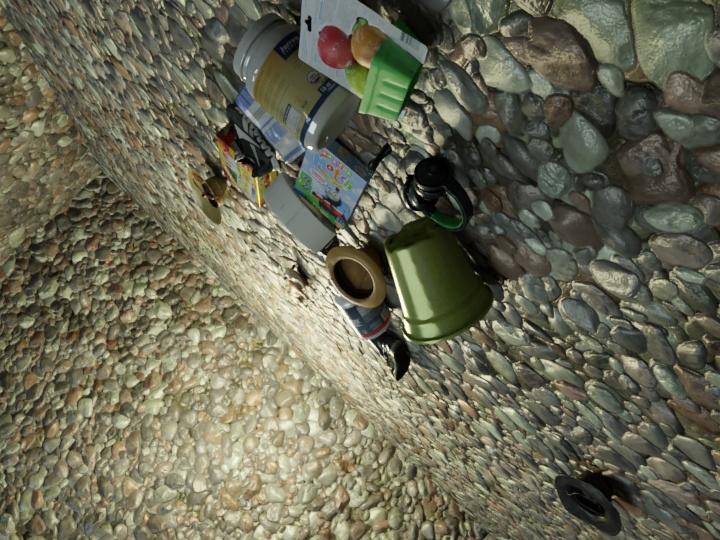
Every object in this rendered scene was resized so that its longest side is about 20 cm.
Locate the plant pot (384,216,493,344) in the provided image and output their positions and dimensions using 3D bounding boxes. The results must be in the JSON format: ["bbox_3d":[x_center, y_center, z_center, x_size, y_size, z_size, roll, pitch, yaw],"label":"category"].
[{"bbox_3d":[0.136,0.005,1.167,0.198,0.198,0.188,8,130,58],"label":"plant pot"}]

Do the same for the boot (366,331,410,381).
[{"bbox_3d":[0.082,0.253,1.925,0.152,0.073,0.207,36,155,31],"label":"boot"}]

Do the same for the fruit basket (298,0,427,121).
[{"bbox_3d":[-0.001,-0.320,0.871,0.198,0.095,0.186,37,160,5],"label":"fruit basket"}]

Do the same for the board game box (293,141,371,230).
[{"bbox_3d":[-0.063,-0.192,1.302,0.150,0.037,0.201,39,149,3],"label":"board game box"}]

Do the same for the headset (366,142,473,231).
[{"bbox_3d":[0.105,-0.139,1.042,0.200,0.094,0.124,44,161,1],"label":"headset"}]

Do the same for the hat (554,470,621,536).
[{"bbox_3d":[0.585,0.564,1.518,0.198,0.081,0.204,35,150,23],"label":"hat"}]

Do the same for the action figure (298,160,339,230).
[{"bbox_3d":[-0.087,-0.174,1.440,0.064,0.052,0.202,18,150,41],"label":"action figure"}]

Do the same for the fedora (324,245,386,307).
[{"bbox_3d":[0.000,0.000,1.528,0.196,0.082,0.205,25,141,22],"label":"fedora"}]

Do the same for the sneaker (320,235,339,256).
[{"bbox_3d":[-0.125,-0.112,1.618,0.200,0.074,0.080,47,171,13],"label":"sneaker"}]

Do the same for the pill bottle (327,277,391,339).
[{"bbox_3d":[-0.005,0.083,1.682,0.118,0.120,0.202,14,145,54],"label":"pill bottle"}]

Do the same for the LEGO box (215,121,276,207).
[{"bbox_3d":[-0.298,-0.282,1.597,0.148,0.077,0.201,41,161,10],"label":"LEGO box"}]

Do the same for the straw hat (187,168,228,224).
[{"bbox_3d":[-0.489,-0.265,2.013,0.199,0.084,0.205,38,148,29],"label":"straw hat"}]

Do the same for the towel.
[{"bbox_3d":[-0.205,-0.338,1.380,0.201,0.024,0.146,50,159,-15],"label":"towel"}]

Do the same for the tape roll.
[{"bbox_3d":[-0.147,-0.141,1.462,0.203,0.070,0.203,49,-172,-9],"label":"tape roll"}]

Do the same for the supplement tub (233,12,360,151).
[{"bbox_3d":[-0.107,-0.322,1.027,0.199,0.145,0.145,42,161,4],"label":"supplement tub"}]

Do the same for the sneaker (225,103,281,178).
[{"bbox_3d":[-0.281,-0.310,1.458,0.203,0.089,0.066,55,164,2],"label":"sneaker"}]

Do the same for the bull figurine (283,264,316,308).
[{"bbox_3d":[-0.218,0.061,2.145,0.121,0.065,0.201,43,162,13],"label":"bull figurine"}]
